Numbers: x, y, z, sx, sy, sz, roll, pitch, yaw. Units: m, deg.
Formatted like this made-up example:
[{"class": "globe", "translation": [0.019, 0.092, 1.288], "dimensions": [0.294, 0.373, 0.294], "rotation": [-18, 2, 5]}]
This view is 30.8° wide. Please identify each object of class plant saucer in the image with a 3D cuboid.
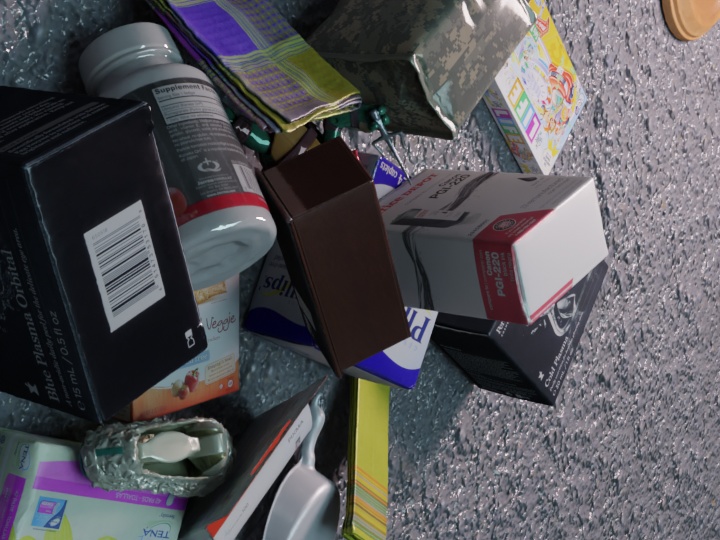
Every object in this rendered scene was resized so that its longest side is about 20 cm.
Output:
[{"class": "plant saucer", "translation": [0.503, -0.440, 1.931], "dimensions": [0.200, 0.037, 0.202], "rotation": [-19, 115, -49]}]

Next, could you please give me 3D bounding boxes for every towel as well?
[{"class": "towel", "translation": [0.007, 0.200, 1.408], "dimensions": [0.086, 0.018, 0.201], "rotation": [48, 38, -52]}, {"class": "towel", "translation": [-0.094, -0.196, 1.107], "dimensions": [0.023, 0.200, 0.143], "rotation": [-49, 167, 34]}]

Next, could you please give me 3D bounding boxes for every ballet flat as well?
[{"class": "ballet flat", "translation": [-0.153, 0.157, 1.112], "dimensions": [0.200, 0.071, 0.072], "rotation": [6, 94, -60]}]

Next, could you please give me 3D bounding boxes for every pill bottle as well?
[{"class": "pill bottle", "translation": [-0.152, -0.093, 1.039], "dimensions": [0.110, 0.111, 0.201], "rotation": [0, 59, -52]}]

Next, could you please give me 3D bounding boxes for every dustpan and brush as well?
[{"class": "dustpan and brush", "translation": [-0.057, 0.230, 1.370], "dimensions": [0.139, 0.057, 0.201], "rotation": [17, 93, -66]}]

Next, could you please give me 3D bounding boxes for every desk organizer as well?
[{"class": "desk organizer", "translation": [-0.020, -0.009, 1.117], "dimensions": [0.077, 0.072, 0.201], "rotation": [-26, 137, -10]}]

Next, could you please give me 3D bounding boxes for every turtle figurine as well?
[{"class": "turtle figurine", "translation": [-0.057, -0.108, 1.190], "dimensions": [0.200, 0.101, 0.150], "rotation": [43, 68, -19]}]

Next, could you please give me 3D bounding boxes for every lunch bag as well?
[{"class": "lunch bag", "translation": [0.037, -0.221, 1.248], "dimensions": [0.164, 0.199, 0.118], "rotation": [-55, 132, -23]}]

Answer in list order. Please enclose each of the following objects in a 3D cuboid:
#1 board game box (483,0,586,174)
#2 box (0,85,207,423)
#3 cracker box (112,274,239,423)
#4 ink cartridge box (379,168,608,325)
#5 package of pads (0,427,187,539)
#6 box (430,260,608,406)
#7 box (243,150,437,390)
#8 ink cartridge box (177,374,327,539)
[{"class": "board game box", "translation": [0.209, -0.228, 1.603], "dimensions": [0.135, 0.034, 0.200], "rotation": [-60, 140, -22]}, {"class": "box", "translation": [-0.235, -0.018, 0.940], "dimensions": [0.117, 0.199, 0.198], "rotation": [-37, 126, -42]}, {"class": "cracker box", "translation": [-0.170, 0.021, 1.155], "dimensions": [0.134, 0.057, 0.202], "rotation": [-15, 110, -50]}, {"class": "ink cartridge box", "translation": [0.104, -0.028, 1.211], "dimensions": [0.145, 0.199, 0.085], "rotation": [-36, 120, -41]}, {"class": "package of pads", "translation": [-0.239, 0.227, 1.110], "dimensions": [0.200, 0.068, 0.156], "rotation": [22, 81, -52]}, {"class": "box", "translation": [0.181, 0.024, 1.565], "dimensions": [0.197, 0.123, 0.201], "rotation": [43, 65, -46]}, {"class": "box", "translation": [0.000, 0.000, 1.333], "dimensions": [0.184, 0.104, 0.201], "rotation": [28, 77, -51]}, {"class": "ink cartridge box", "translation": [-0.093, 0.190, 1.201], "dimensions": [0.057, 0.200, 0.163], "rotation": [42, 61, -11]}]
